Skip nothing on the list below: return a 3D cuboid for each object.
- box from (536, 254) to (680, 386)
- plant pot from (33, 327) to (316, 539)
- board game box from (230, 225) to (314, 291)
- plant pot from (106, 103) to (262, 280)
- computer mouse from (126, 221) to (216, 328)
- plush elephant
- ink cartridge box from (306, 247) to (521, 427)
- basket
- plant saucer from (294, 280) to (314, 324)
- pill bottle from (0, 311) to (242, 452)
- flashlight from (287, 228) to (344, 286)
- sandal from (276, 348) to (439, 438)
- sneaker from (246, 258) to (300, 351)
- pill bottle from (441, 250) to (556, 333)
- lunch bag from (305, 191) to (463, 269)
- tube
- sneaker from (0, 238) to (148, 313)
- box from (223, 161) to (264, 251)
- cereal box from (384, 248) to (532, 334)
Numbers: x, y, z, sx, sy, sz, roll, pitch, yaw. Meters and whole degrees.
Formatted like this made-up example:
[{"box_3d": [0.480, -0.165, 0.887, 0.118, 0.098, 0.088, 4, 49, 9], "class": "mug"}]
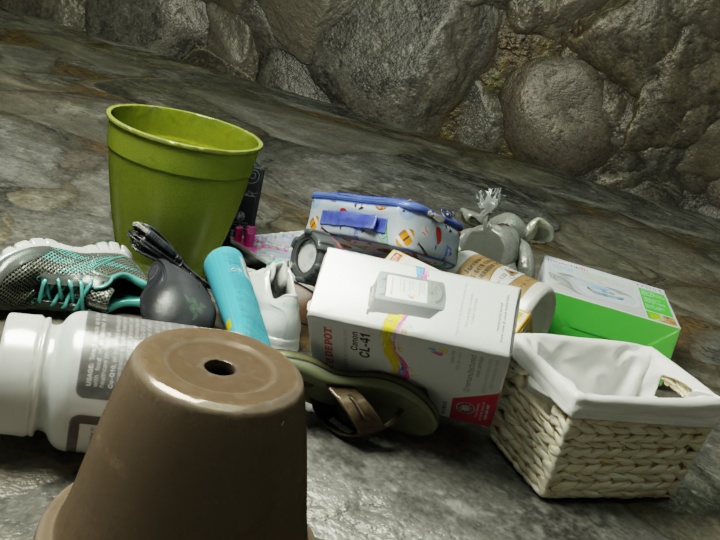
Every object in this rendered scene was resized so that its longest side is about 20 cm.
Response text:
[{"box_3d": [0.356, 0.071, 1.257, 0.196, 0.099, 0.177, 17, 20, 8], "class": "box"}, {"box_3d": [-0.110, 0.139, 0.556, 0.196, 0.178, 0.201, 12, 18, -4], "class": "plant pot"}, {"box_3d": [-0.052, -0.024, 1.199, 0.198, 0.026, 0.198, 28, 23, 33], "class": "board game box"}, {"box_3d": [-0.242, -0.091, 1.088, 0.196, 0.197, 0.201, 14, 18, -5], "class": "plant pot"}, {"box_3d": [-0.203, 0.021, 0.947, 0.139, 0.052, 0.201, 46, 10, -28], "class": "computer mouse"}, {"box_3d": [0.209, -0.028, 1.294, 0.162, 0.205, 0.154, 16, 12, 29], "class": "plush elephant"}, {"box_3d": [0.052, 0.070, 0.848, 0.195, 0.149, 0.087, 10, 55, 8], "class": "ink cartridge box"}, {"box_3d": [0.250, 0.155, 0.881, 0.196, 0.126, 0.136, 6, 20, -24], "class": "basket"}, {"box_3d": [-0.031, 0.032, 1.156, 0.196, 0.037, 0.201, 14, 19, -5], "class": "plant saucer"}, {"box_3d": [-0.198, 0.097, 0.705, 0.196, 0.116, 0.114, 10, 19, -17], "class": "pill bottle"}, {"box_3d": [0.000, 0.000, 1.071, 0.197, 0.069, 0.068, 13, 22, -43], "class": "flashlight"}, {"box_3d": [-0.019, 0.134, 0.832, 0.197, 0.080, 0.058, 16, 53, -9], "class": "sandal"}, {"box_3d": [-0.115, 0.022, 1.031, 0.074, 0.090, 0.200, 2, 22, -30], "class": "sneaker"}, {"box_3d": [0.159, 0.038, 1.161, 0.198, 0.117, 0.113, 26, 21, 30], "class": "pill bottle"}, {"box_3d": [0.032, -0.056, 1.109, 0.197, 0.077, 0.159, 9, -6, 40], "class": "lunch bag"}, {"box_3d": [-0.133, 0.049, 0.939, 0.077, 0.050, 0.201, 40, 13, -38], "class": "tube"}, {"box_3d": [-0.313, 0.014, 0.924, 0.090, 0.079, 0.198, 31, 25, 31], "class": "sneaker"}, {"box_3d": [-0.257, -0.115, 1.246, 0.196, 0.135, 0.115, 8, 16, -22], "class": "box"}, {"box_3d": [0.116, 0.068, 1.013, 0.198, 0.145, 0.040, 28, 60, 32], "class": "cereal box"}]
